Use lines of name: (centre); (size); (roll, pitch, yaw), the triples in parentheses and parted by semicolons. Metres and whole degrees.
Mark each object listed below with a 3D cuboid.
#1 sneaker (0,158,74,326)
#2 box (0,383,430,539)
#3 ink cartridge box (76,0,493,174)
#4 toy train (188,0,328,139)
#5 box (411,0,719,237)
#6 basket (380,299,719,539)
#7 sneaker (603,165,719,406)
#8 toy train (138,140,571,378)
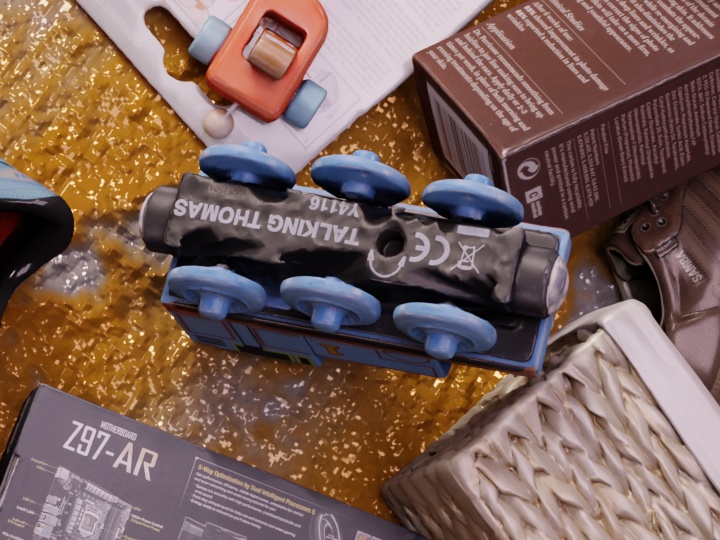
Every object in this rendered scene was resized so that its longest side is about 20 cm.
sneaker: (-0.201, 0.010, 0.966); (0.200, 0.090, 0.079); (-45, 135, -37)
box: (-0.085, 0.163, 1.025); (0.199, 0.044, 0.161); (22, 72, -12)
ink cartridge box: (-0.029, -0.156, 1.127); (0.200, 0.047, 0.160); (-42, 93, -5)
toy train: (-0.078, -0.165, 1.070); (0.200, 0.056, 0.150); (37, 84, -5)
box: (0.137, -0.097, 1.104); (0.199, 0.075, 0.100); (-26, 44, -10)
basket: (0.120, 0.135, 1.051); (0.123, 0.136, 0.200); (-36, 89, -20)
sneaker: (0.164, -0.025, 1.136); (0.075, 0.070, 0.201); (14, 71, -10)
toy train: (0.000, 0.000, 1.021); (0.199, 0.114, 0.087); (9, 72, 15)
